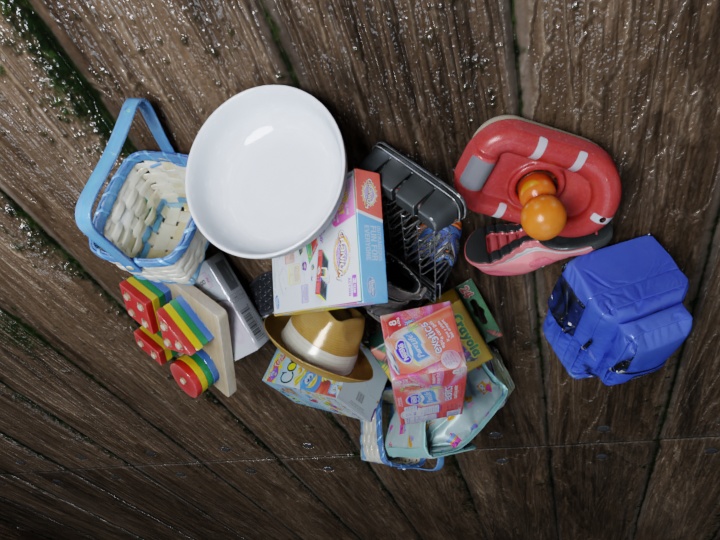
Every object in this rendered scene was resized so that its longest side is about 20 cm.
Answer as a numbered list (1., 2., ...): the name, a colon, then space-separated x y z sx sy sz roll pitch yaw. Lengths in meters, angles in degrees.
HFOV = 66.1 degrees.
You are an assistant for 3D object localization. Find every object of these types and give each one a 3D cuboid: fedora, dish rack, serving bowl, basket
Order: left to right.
1. basket: -0.262 -0.079 0.683 0.136 0.179 0.201 8 151 7
2. serving bowl: -0.104 -0.108 0.651 0.196 0.204 0.066 -6 170 14
3. fedora: -0.049 0.087 0.829 0.198 0.201 0.083 23 101 -20
4. basket: 0.090 0.318 1.143 0.137 0.180 0.199 13 156 -33
5. dish rack: 0.062 -0.052 0.725 0.054 0.153 0.201 -38 149 -18

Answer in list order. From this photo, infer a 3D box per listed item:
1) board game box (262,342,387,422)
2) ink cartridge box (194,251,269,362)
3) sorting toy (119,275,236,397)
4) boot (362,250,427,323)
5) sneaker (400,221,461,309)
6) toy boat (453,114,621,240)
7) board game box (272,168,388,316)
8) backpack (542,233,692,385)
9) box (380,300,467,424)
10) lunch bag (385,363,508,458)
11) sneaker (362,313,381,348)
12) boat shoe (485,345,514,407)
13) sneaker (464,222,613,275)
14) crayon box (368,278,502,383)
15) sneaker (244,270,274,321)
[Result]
1. board game box: -0.063 0.186 0.994 0.198 0.104 0.105 1 147 43
2. ink cartridge box: -0.260 0.083 0.926 0.198 0.057 0.164 -28 97 30
3. sorting toy: -0.300 0.104 0.902 0.197 0.069 0.202 31 138 25
4. boot: 0.000 0.000 0.771 0.198 0.070 0.175 28 162 11
5. sneaker: 0.092 0.006 0.831 0.074 0.079 0.201 12 140 -7
6. toy boat: 0.213 -0.089 0.659 0.196 0.132 0.131 13 137 -9
7. board game box: -0.048 -0.026 0.705 0.040 0.156 0.198 2 172 -38
8. backpack: 0.359 0.079 0.805 0.159 0.170 0.201 -11 146 -8
9. box: 0.089 0.139 0.785 0.101 0.096 0.201 -12 148 2
10. lunch bag: 0.139 0.254 0.982 0.122 0.200 0.170 46 153 -5
11. sneaker: 0.069 0.116 0.987 0.196 0.068 0.090 3 157 -6
12. boat shoe: 0.232 0.173 1.033 0.072 0.062 0.202 20 146 51
13. sneaker: 0.251 -0.038 0.785 0.197 0.075 0.087 -11 153 24
14. crayon box: 0.127 0.118 0.907 0.198 0.051 0.128 -32 110 9
15. sneaker: -0.160 0.059 0.952 0.198 0.073 0.082 -28 155 35
